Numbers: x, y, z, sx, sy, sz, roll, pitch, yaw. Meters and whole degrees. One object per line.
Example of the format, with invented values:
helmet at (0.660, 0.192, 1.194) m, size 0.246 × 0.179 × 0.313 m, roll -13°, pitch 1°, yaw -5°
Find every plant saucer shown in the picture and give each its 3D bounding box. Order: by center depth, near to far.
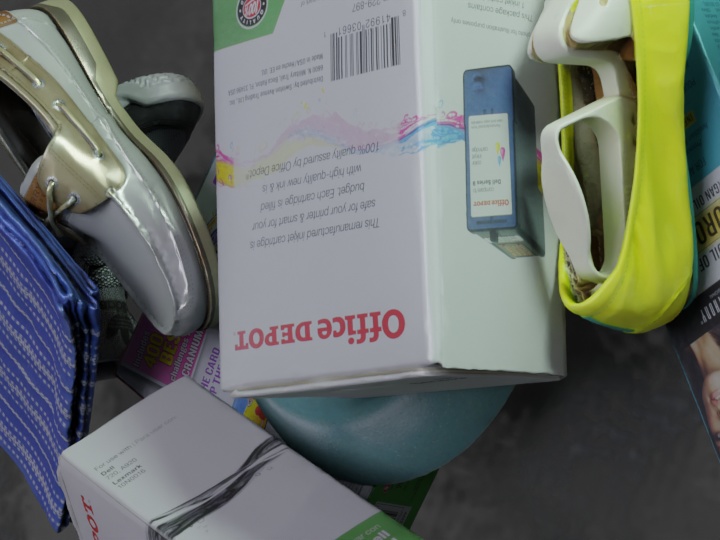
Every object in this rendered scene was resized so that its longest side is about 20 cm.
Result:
plant saucer at (0.000, 0.000, 1.163) m, size 0.199 × 0.036 × 0.202 m, roll -9°, pitch 77°, yaw 41°

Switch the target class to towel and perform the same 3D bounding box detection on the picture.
towel at (-0.188, 0.033, 1.292) m, size 0.145 × 0.024 × 0.201 m, roll 48°, pitch 147°, yaw 27°

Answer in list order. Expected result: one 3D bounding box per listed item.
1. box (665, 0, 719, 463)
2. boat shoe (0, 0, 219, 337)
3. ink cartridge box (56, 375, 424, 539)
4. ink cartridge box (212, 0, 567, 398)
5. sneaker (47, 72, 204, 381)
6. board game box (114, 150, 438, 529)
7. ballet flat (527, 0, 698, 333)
box at (0.162, -0.012, 1.041) m, size 0.082 × 0.049 × 0.201 m, roll -42°, pitch 60°, yaw 46°
boat shoe at (-0.141, -0.046, 1.248) m, size 0.201 × 0.068 × 0.075 m, roll 57°, pitch 146°, yaw 20°
ink cartridge box at (-0.042, 0.159, 1.147) m, size 0.200 × 0.084 × 0.147 m, roll 32°, pitch 145°, yaw 42°
ink cartridge box at (0.010, -0.047, 1.067) m, size 0.145 × 0.087 × 0.202 m, roll -10°, pitch 78°, yaw 48°
sneaker at (-0.136, -0.008, 1.333) m, size 0.200 × 0.075 × 0.114 m, roll -46°, pitch 59°, yaw 26°
board game box at (-0.027, 0.035, 1.239) m, size 0.200 × 0.040 × 0.154 m, roll 36°, pitch 105°, yaw 42°
ballet flat at (0.102, -0.074, 1.019) m, size 0.067 × 0.067 × 0.202 m, roll -4°, pitch 90°, yaw 57°
